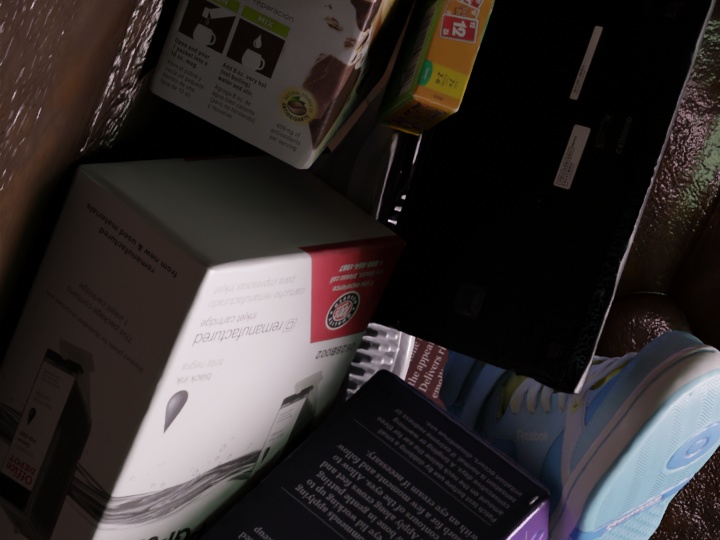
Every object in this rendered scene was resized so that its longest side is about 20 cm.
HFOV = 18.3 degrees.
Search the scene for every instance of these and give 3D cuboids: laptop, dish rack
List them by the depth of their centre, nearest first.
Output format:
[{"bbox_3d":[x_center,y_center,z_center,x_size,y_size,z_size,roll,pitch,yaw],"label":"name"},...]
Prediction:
[{"bbox_3d":[0.080,-0.044,1.005,0.103,0.199,0.179,20,89,-45],"label":"laptop"},{"bbox_3d":[0.000,0.000,1.095,0.172,0.043,0.202,-58,159,-62],"label":"dish rack"}]

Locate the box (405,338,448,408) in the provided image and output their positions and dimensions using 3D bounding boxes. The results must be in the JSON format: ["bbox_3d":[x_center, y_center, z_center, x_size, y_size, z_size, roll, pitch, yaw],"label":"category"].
[{"bbox_3d":[0.057,-0.003,1.475,0.167,0.199,0.164,-63,173,8],"label":"box"}]

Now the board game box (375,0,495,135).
[{"bbox_3d":[0.054,-0.160,0.962,0.096,0.030,0.202,162,-56,-81],"label":"board game box"}]

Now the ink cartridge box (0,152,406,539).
[{"bbox_3d":[-0.084,0.057,0.964,0.146,0.083,0.201,-9,128,-54],"label":"ink cartridge box"}]

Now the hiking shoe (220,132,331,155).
[{"bbox_3d":[-0.054,-0.011,1.194,0.075,0.101,0.201,-27,132,-24],"label":"hiking shoe"}]

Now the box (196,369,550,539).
[{"bbox_3d":[-0.017,0.170,0.997,0.200,0.104,0.149,-43,153,-25],"label":"box"}]

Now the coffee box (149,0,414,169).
[{"bbox_3d":[-0.005,-0.159,0.916,0.201,0.079,0.113,-67,174,31],"label":"coffee box"}]

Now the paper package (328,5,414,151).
[{"bbox_3d":[0.060,-0.116,1.265,0.200,0.103,0.191,-49,179,33],"label":"paper package"}]

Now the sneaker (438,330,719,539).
[{"bbox_3d":[0.091,0.054,1.004,0.079,0.131,0.200,-22,156,-25],"label":"sneaker"}]
